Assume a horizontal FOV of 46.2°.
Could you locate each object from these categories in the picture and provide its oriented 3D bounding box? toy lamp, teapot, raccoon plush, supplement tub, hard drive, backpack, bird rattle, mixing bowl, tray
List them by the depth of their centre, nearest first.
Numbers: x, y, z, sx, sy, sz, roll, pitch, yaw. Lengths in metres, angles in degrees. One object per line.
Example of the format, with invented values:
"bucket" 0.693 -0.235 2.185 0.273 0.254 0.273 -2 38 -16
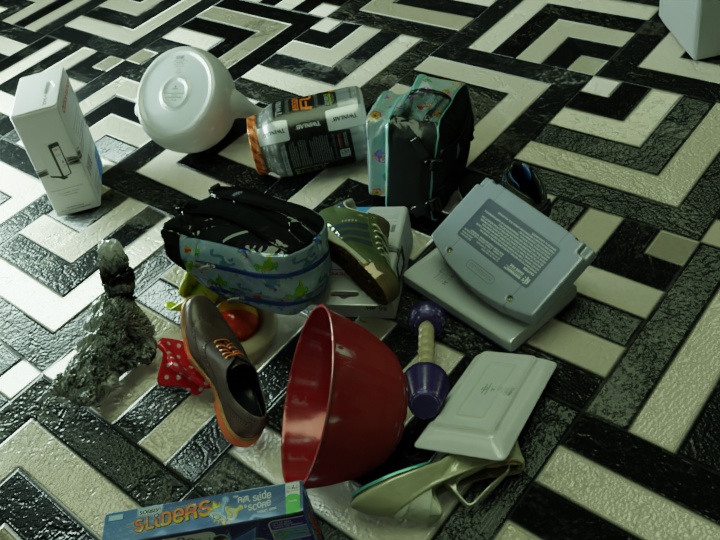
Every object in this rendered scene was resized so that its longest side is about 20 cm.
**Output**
"mixing bowl" -0.013 0.147 0.934 0.106 0.203 0.202 11 37 -16
"tray" 0.144 0.142 0.950 0.105 0.023 0.200 3 26 29
"toy lamp" 0.078 0.105 0.997 0.057 0.059 0.201 -5 23 9
"backpack" -0.128 -0.029 1.082 0.196 0.157 0.163 0 24 33
"raccoon plush" -0.350 0.076 1.085 0.095 0.204 0.134 -8 16 31
"bird rattle" -0.189 0.069 1.120 0.159 0.114 0.202 -1 42 -11
"hard drive" 0.170 0.020 1.131 0.131 0.026 0.199 -35 45 -23
"backpack" 0.094 -0.198 1.284 0.151 0.179 0.201 16 44 24
"supplement tub" -0.084 -0.228 1.404 0.195 0.124 0.124 -12 40 0
"teapot" -0.300 -0.295 1.527 0.197 0.146 0.201 -43 68 8

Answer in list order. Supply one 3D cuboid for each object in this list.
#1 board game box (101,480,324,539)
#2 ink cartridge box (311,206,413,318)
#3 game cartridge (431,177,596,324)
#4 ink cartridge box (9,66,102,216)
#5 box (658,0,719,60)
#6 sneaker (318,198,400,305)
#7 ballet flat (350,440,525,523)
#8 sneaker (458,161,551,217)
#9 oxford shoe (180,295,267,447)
"board game box" -0.138 0.275 0.838 0.195 0.137 0.035 -10 44 3
"ink cartridge box" 0.000 0.000 1.166 0.113 0.068 0.202 1 43 15
"game cartridge" 0.188 -0.024 1.089 0.134 0.041 0.200 -49 51 2
"ink cartridge box" -0.517 -0.222 1.451 0.082 0.203 0.147 -14 40 -3
"box" 0.637 -0.514 1.477 0.167 0.202 0.202 -10 39 4
"sneaker" 0.008 -0.037 1.100 0.089 0.068 0.200 -35 42 -16
"ballet flat" 0.087 0.228 0.894 0.196 0.070 0.070 -22 41 -12
"sneaker" 0.209 -0.119 1.210 0.072 0.113 0.200 -27 42 -18
"oxford shoe" -0.159 0.107 1.024 0.070 0.073 0.202 -15 66 -36
